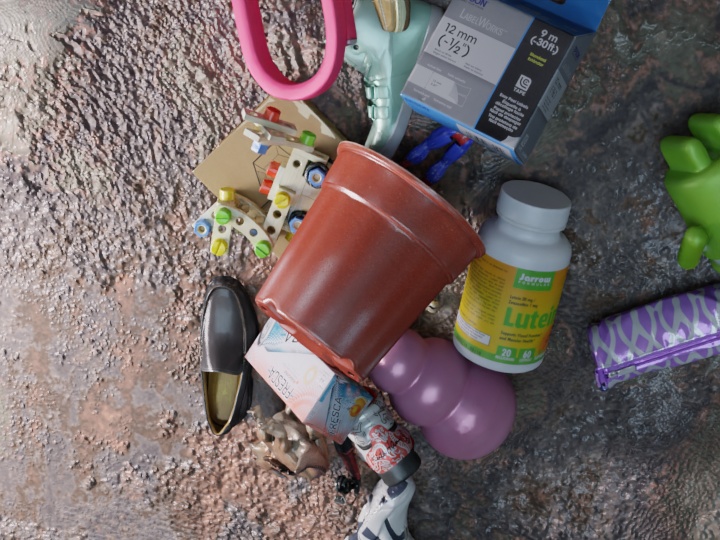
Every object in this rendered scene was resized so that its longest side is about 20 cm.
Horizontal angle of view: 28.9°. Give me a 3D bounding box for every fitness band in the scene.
[{"bbox_3d":[-0.075,-0.285,1.512,0.143,0.037,0.202,-6,96,39],"label":"fitness band"}]

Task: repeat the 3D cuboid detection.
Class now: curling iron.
[{"bbox_3d":[-0.021,0.227,1.721,0.025,0.050,0.201,11,141,15],"label":"curling iron"}]

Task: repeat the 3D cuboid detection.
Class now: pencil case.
[{"bbox_3d":[0.359,0.076,1.625,0.198,0.086,0.084,-21,111,14],"label":"pencil case"}]

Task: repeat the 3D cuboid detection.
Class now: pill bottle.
[{"bbox_3d":[0.179,0.005,1.603,0.110,0.111,0.202,12,114,2],"label":"pill bottle"}]

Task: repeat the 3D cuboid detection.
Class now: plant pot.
[{"bbox_3d":[0.000,0.000,1.514,0.200,0.201,0.196,38,82,-10],"label":"plant pot"}]

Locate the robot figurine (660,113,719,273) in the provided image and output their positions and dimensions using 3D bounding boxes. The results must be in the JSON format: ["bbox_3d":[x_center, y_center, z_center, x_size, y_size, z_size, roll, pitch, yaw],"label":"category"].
[{"bbox_3d":[0.411,-0.075,1.536,0.175,0.116,0.201,-37,106,-11],"label":"robot figurine"}]

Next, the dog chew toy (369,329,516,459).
[{"bbox_3d":[0.090,0.137,1.651,0.199,0.125,0.125,35,113,-23],"label":"dog chew toy"}]

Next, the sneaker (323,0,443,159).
[{"bbox_3d":[0.006,-0.212,1.551,0.117,0.074,0.202,16,105,-7],"label":"sneaker"}]

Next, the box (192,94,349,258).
[{"bbox_3d":[-0.072,-0.100,1.638,0.163,0.021,0.200,-41,102,21],"label":"box"}]

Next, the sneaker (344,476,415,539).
[{"bbox_3d":[0.055,0.351,1.785,0.129,0.080,0.200,26,114,-6],"label":"sneaker"}]

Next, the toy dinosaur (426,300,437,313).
[{"bbox_3d":[-0.008,0.057,1.690,0.198,0.058,0.102,2,99,-3],"label":"toy dinosaur"}]

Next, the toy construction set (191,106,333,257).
[{"bbox_3d":[-0.107,-0.098,1.588,0.130,0.092,0.201,23,125,-2],"label":"toy construction set"}]

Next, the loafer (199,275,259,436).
[{"bbox_3d":[-0.164,0.107,1.711,0.072,0.072,0.202,0,112,8],"label":"loafer"}]

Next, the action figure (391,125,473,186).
[{"bbox_3d":[0.116,-0.165,1.572,0.065,0.099,0.199,42,134,-15],"label":"action figure"}]

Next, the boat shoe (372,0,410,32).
[{"bbox_3d":[0.000,-0.343,1.456,0.075,0.072,0.202,-15,101,-9],"label":"boat shoe"}]

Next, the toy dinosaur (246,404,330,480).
[{"bbox_3d":[-0.076,0.219,1.708,0.085,0.200,0.137,-24,114,-15],"label":"toy dinosaur"}]

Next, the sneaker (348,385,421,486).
[{"bbox_3d":[0.013,0.183,1.666,0.067,0.201,0.108,-34,98,-4],"label":"sneaker"}]

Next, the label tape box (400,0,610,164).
[{"bbox_3d":[0.153,-0.234,1.464,0.142,0.066,0.201,29,90,21],"label":"label tape box"}]

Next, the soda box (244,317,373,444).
[{"bbox_3d":[-0.063,0.123,1.628,0.063,0.200,0.069,33,92,-31],"label":"soda box"}]
